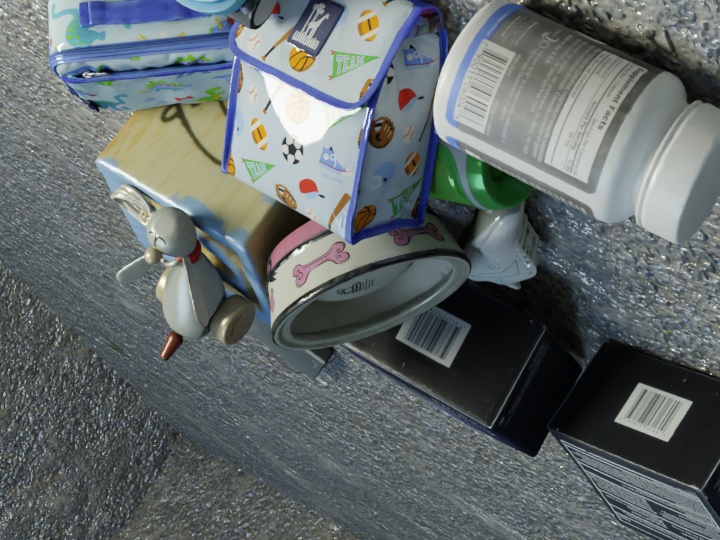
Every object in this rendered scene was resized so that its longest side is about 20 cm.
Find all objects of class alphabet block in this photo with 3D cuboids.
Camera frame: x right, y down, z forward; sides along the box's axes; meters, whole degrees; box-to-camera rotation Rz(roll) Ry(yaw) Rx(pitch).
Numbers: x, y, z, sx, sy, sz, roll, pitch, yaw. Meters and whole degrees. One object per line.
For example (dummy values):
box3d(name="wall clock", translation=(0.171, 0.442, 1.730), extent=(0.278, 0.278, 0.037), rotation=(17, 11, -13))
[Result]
box3d(name="alphabet block", translation=(-0.114, -0.098, 1.377), extent=(0.194, 0.201, 0.197), rotation=(30, 162, 17))

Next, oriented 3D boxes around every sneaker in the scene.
box3d(name="sneaker", translation=(0.139, -0.034, 1.301), extent=(0.079, 0.071, 0.200), rotation=(21, 165, 2))

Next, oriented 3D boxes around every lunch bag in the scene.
box3d(name="lunch bag", translation=(-0.022, -0.149, 1.135), extent=(0.169, 0.123, 0.202), rotation=(30, 121, 32))
box3d(name="lunch bag", translation=(-0.175, -0.203, 1.233), extent=(0.197, 0.084, 0.161), rotation=(-5, 170, 2))

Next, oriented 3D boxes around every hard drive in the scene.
box3d(name="hard drive", translation=(-0.137, 0.094, 2.193), extent=(0.199, 0.033, 0.140), rotation=(36, 162, 1))

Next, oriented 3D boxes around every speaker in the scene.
box3d(name="speaker", translation=(0.064, -0.105, 1.211), extent=(0.199, 0.089, 0.089), rotation=(15, 153, 49))

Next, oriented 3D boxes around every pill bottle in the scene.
box3d(name="pill bottle", translation=(0.161, -0.104, 0.977), extent=(0.199, 0.114, 0.114), rotation=(29, 162, 22))

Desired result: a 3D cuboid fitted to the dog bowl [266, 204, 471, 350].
box3d(name="dog bowl", translation=(0.000, 0.000, 1.283), extent=(0.200, 0.198, 0.075), rotation=(97, 153, -70))

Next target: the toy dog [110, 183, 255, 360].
box3d(name="toy dog", translation=(-0.179, 0.020, 1.307), extent=(0.131, 0.097, 0.200), rotation=(21, 157, 39))

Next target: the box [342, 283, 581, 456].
box3d(name="box", translation=(0.111, 0.091, 1.469), extent=(0.199, 0.124, 0.198), rotation=(28, 176, 26))

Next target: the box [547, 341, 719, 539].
box3d(name="box", translation=(0.331, 0.197, 1.405), extent=(0.199, 0.124, 0.199), rotation=(20, 155, 47))

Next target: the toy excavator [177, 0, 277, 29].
box3d(name="toy excavator", translation=(-0.096, -0.285, 1.003), extent=(0.099, 0.196, 0.200), rotation=(33, -170, 9))
